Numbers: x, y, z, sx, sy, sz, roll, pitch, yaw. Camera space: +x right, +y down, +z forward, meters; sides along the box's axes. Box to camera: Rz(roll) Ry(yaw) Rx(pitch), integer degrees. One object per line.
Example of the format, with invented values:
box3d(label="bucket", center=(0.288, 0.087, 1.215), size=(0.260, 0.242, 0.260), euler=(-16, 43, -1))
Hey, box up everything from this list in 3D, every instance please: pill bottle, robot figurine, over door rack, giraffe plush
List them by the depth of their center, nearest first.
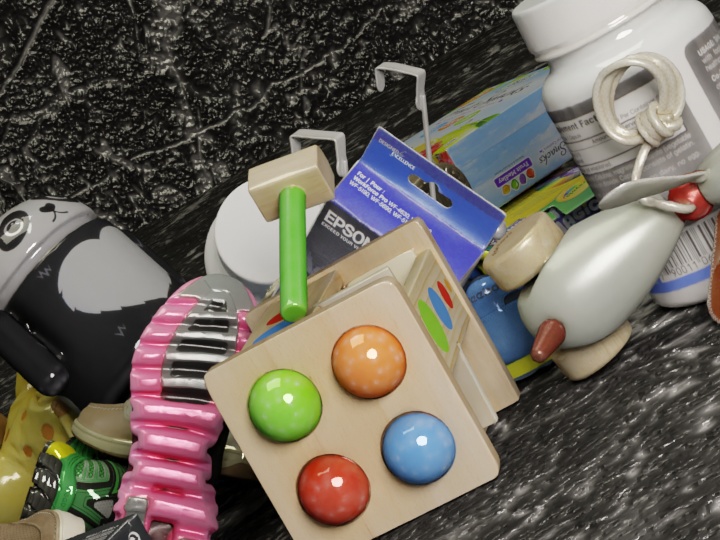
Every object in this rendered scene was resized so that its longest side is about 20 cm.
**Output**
box3d(label="pill bottle", center=(0.178, -0.090, 1.307), size=(0.113, 0.201, 0.114), euler=(-29, 9, 5))
box3d(label="over door rack", center=(0.036, -0.024, 1.446), size=(0.066, 0.201, 0.148), euler=(-8, 18, 29))
box3d(label="robot figurine", center=(-0.195, 0.033, 1.615), size=(0.125, 0.200, 0.150), euler=(-49, -9, -1))
box3d(label="pill bottle", center=(-0.059, 0.000, 1.659), size=(0.111, 0.112, 0.200), euler=(-31, -17, -6))
box3d(label="giraffe plush", center=(-0.257, 0.140, 1.736), size=(0.162, 0.172, 0.201), euler=(-39, 42, 14))

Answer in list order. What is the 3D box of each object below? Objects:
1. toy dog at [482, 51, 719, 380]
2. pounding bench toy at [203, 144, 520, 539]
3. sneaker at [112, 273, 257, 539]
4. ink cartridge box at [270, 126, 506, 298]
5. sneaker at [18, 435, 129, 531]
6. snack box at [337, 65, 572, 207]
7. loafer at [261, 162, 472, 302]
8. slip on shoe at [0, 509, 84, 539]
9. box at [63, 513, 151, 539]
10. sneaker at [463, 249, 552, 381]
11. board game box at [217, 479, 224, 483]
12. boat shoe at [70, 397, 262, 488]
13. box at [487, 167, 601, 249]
box3d(label="toy dog", center=(0.152, -0.009, 1.226), size=(0.201, 0.131, 0.096), euler=(-59, 4, 31))
box3d(label="pounding bench toy", center=(-0.015, 0.037, 1.248), size=(0.124, 0.201, 0.156), euler=(-28, 9, 15))
box3d(label="sneaker", center=(-0.112, 0.101, 1.381), size=(0.095, 0.078, 0.201), euler=(113, 172, -82))
box3d(label="ink cartridge box", center=(0.001, 0.018, 1.362), size=(0.201, 0.099, 0.039), euler=(-61, -9, 31))
box3d(label="sneaker", center=(-0.181, 0.165, 1.543), size=(0.200, 0.085, 0.079), euler=(46, -117, -88))
box3d(label="snack box", center=(0.098, -0.095, 1.744), size=(0.168, 0.068, 0.200), euler=(-33, 10, -23))
box3d(label="loafer", center=(0.000, 0.000, 1.539), size=(0.200, 0.076, 0.067), euler=(-38, 15, -27))
box3d(label="slip on shoe", center=(-0.240, 0.198, 1.446), size=(0.060, 0.077, 0.200), euler=(13, -17, -27))
box3d(label="box", center=(-0.213, 0.227, 1.246), size=(0.199, 0.079, 0.141), euler=(-24, 8, 35))
box3d(label="sneaker", center=(0.103, 0.007, 1.430), size=(0.066, 0.079, 0.200), euler=(-30, 8, 16))
box3d(label="board game box", center=(-0.050, 0.095, 1.567), size=(0.151, 0.037, 0.200), euler=(-38, 10, -38))
box3d(label="boat shoe", center=(-0.121, 0.103, 1.490), size=(0.072, 0.065, 0.199), euler=(18, -9, -41))
box3d(label="box", center=(0.125, -0.033, 1.670), size=(0.117, 0.049, 0.200), euler=(-32, 7, -8))
